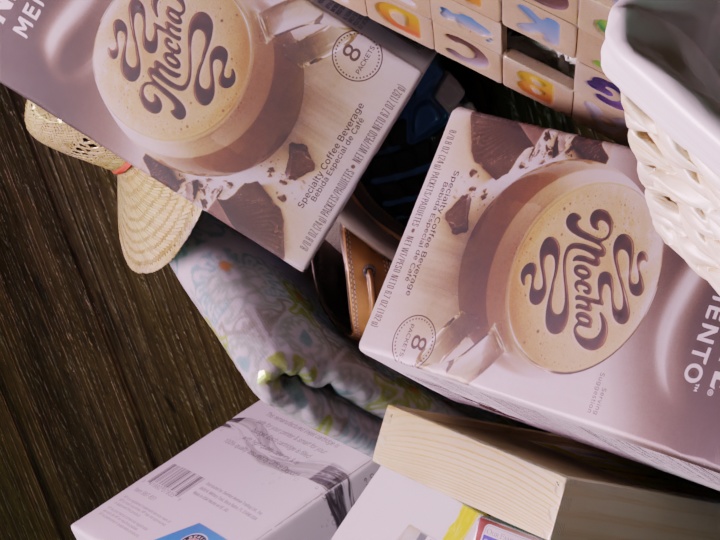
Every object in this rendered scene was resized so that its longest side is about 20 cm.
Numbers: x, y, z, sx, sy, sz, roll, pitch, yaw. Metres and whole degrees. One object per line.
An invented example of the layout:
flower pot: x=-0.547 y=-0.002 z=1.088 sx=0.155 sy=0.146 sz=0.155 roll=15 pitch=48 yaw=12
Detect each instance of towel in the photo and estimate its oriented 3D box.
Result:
towel: x=-0.010 y=0.040 z=1.244 sx=0.199 sy=0.048 sz=0.171 roll=29 pitch=-167 yaw=-38

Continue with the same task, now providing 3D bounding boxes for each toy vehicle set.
toy vehicle set: x=0.120 y=0.099 z=1.032 sx=0.124 sy=0.199 sz=0.027 roll=19 pitch=95 yaw=54

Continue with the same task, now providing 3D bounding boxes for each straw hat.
straw hat: x=-0.129 y=-0.096 z=1.205 sx=0.201 sy=0.085 sz=0.203 roll=-166 pitch=90 yaw=-70

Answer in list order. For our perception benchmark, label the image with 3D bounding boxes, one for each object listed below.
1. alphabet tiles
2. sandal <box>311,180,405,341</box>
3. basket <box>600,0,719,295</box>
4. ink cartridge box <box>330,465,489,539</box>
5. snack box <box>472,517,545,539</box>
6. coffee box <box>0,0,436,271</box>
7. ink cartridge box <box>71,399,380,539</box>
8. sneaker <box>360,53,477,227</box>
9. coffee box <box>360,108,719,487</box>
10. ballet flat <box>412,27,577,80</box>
alphabet tiles: x=0.027 y=-0.119 z=0.927 sx=0.199 sy=0.008 sz=0.167 roll=27 pitch=167 yaw=11
sandal: x=0.000 y=0.000 z=1.161 sx=0.200 sy=0.055 sz=0.082 roll=46 pitch=161 yaw=-16
basket: x=0.193 y=-0.029 z=0.773 sx=0.200 sy=0.135 sz=0.124 roll=45 pitch=166 yaw=31
ink cartridge box: x=0.088 y=0.198 z=1.269 sx=0.145 sy=0.084 sz=0.200 roll=41 pitch=171 yaw=-36
snack box: x=0.119 y=0.134 z=1.079 sx=0.071 sy=0.024 sz=0.200 roll=18 pitch=-178 yaw=25
coffee box: x=-0.077 y=-0.106 z=1.071 sx=0.199 sy=0.080 sz=0.113 roll=31 pitch=111 yaw=-1
ink cartridge box: x=-0.048 y=0.148 z=1.403 sx=0.145 sy=0.199 sz=0.084 roll=18 pitch=136 yaw=57
sneaker: x=0.008 y=-0.112 z=1.170 sx=0.087 sy=0.074 sz=0.201 roll=-95 pitch=-17 yaw=-59
coffee box: x=0.111 y=0.015 z=0.949 sx=0.199 sy=0.114 sz=0.080 roll=16 pitch=171 yaw=42
ballet flat: x=0.077 y=-0.106 z=1.019 sx=0.200 sy=0.072 sz=0.072 roll=27 pitch=141 yaw=49
